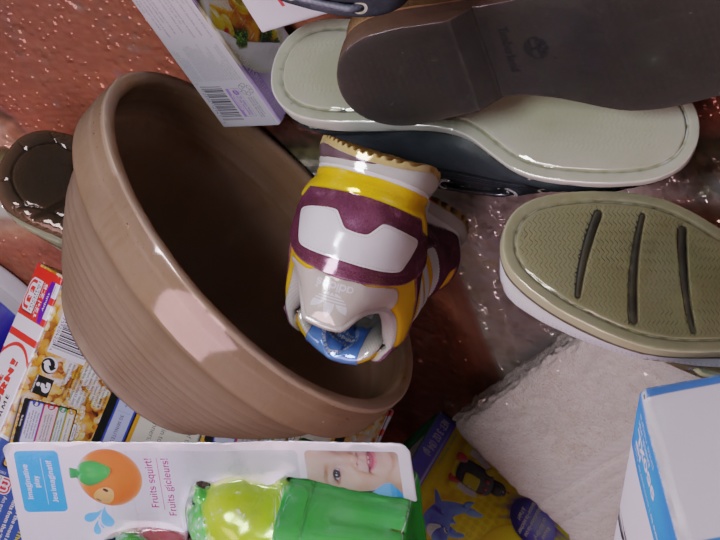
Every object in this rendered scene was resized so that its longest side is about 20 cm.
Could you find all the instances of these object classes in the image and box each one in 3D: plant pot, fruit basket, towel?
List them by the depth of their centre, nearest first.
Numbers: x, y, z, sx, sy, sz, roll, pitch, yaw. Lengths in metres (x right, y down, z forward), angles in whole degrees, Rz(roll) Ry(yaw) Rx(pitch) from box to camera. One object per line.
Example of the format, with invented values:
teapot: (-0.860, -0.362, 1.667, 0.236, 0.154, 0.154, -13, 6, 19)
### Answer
plant pot: (-0.076, 0.011, 1.296, 0.093, 0.201, 0.201, -41, 102, 21)
fruit basket: (-0.064, 0.162, 1.332, 0.199, 0.094, 0.186, -3, 122, 5)
towel: (0.146, 0.076, 1.352, 0.133, 0.035, 0.200, 44, 138, -8)

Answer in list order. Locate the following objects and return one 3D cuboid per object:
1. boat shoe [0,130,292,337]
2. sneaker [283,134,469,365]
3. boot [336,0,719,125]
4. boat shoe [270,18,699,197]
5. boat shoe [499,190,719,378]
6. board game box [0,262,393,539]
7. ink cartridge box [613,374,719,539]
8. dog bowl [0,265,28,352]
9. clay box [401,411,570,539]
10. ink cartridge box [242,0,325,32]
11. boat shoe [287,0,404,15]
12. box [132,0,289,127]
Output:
boat shoe: (-0.091, -0.010, 1.415, 0.199, 0.072, 0.076, 29, 164, 7)
sneaker: (0.000, 0.000, 1.257, 0.075, 0.091, 0.200, 18, 173, 12)
boot: (0.091, -0.114, 1.189, 0.199, 0.076, 0.074, -3, 129, 12)
boat shoe: (0.060, -0.067, 1.251, 0.198, 0.075, 0.066, 5, 160, 16)
boat shoe: (0.154, 0.018, 1.226, 0.199, 0.075, 0.068, 12, 157, -6)
board game box: (-0.101, 0.103, 1.402, 0.199, 0.152, 0.046, 24, 180, -26)
ink cartridge box: (0.194, 0.121, 1.241, 0.144, 0.085, 0.200, -10, 150, -6)
dog bowl: (-0.253, 0.074, 1.582, 0.199, 0.079, 0.201, 18, 136, 18)
clay box: (0.084, 0.181, 1.429, 0.200, 0.115, 0.048, 39, 136, -6)
ink cartridge box: (-0.016, -0.177, 1.191, 0.199, 0.068, 0.115, -13, 120, 42)
boat shoe: (-0.060, -0.148, 1.124, 0.199, 0.075, 0.062, 17, 139, 29)
box: (-0.091, -0.148, 1.266, 0.041, 0.039, 0.200, -1, 138, 40)
